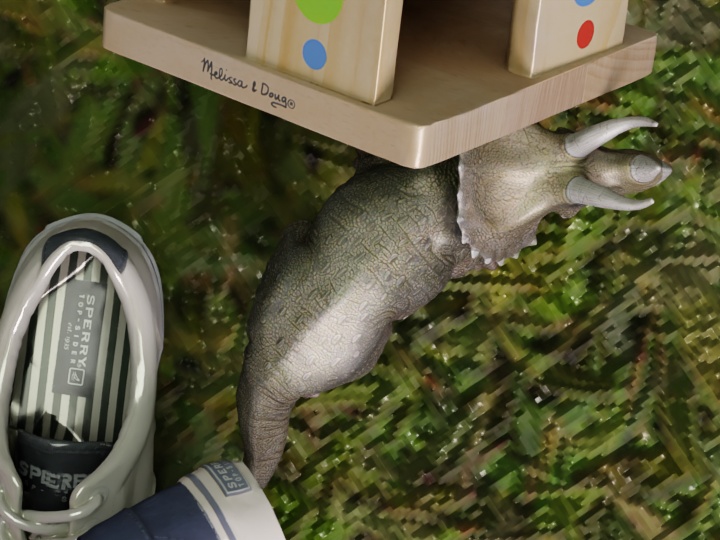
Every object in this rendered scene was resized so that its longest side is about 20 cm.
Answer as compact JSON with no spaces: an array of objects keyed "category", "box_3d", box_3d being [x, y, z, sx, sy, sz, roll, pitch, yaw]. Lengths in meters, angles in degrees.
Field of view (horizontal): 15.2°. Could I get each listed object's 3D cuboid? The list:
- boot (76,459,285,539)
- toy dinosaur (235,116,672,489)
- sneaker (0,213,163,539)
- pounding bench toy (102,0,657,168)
[{"category":"boot","box_3d":[-0.045,0.166,0.855,0.090,0.073,0.201,-23,100,-14]},{"category":"toy dinosaur","box_3d":[0.000,0.000,0.861,0.200,0.102,0.077,-36,86,2]},{"category":"sneaker","box_3d":[-0.102,0.081,0.882,0.073,0.071,0.201,1,89,4]},{"category":"pounding bench toy","box_3d":[-0.015,-0.147,0.820,0.199,0.124,0.157,22,119,33]}]
